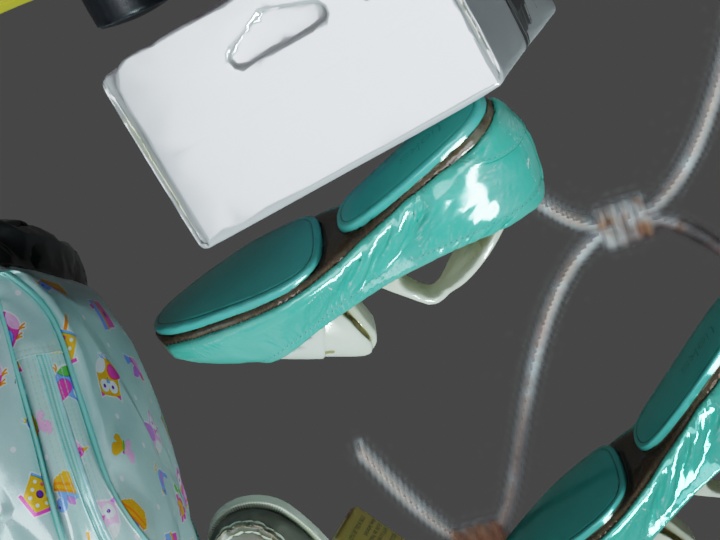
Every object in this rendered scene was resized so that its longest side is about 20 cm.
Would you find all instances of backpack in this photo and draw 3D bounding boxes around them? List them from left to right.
[{"bbox_3d":[-0.150,0.081,1.144,0.126,0.167,0.200,-24,74,15],"label":"backpack"}]

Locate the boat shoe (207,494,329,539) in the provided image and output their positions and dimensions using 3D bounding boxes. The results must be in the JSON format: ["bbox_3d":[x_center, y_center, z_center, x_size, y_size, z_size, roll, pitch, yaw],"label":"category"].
[{"bbox_3d":[-0.022,0.201,1.172,0.072,0.060,0.202,-18,98,14],"label":"boat shoe"}]

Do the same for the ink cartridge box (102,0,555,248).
[{"bbox_3d":[-0.007,-0.095,1.082,0.144,0.200,0.084,-29,97,16],"label":"ink cartridge box"}]

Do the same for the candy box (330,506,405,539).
[{"bbox_3d":[0.044,0.219,1.224,0.200,0.056,0.117,35,106,2],"label":"candy box"}]

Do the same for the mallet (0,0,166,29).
[{"bbox_3d":[-0.187,-0.129,1.194,0.199,0.041,0.066,-12,100,17],"label":"mallet"}]

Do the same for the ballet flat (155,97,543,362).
[{"bbox_3d":[0.000,0.000,1.169,0.200,0.067,0.070,-34,112,18],"label":"ballet flat"}]

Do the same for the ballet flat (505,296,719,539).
[{"bbox_3d":[0.140,0.097,1.175,0.070,0.067,0.200,35,109,-14],"label":"ballet flat"}]
